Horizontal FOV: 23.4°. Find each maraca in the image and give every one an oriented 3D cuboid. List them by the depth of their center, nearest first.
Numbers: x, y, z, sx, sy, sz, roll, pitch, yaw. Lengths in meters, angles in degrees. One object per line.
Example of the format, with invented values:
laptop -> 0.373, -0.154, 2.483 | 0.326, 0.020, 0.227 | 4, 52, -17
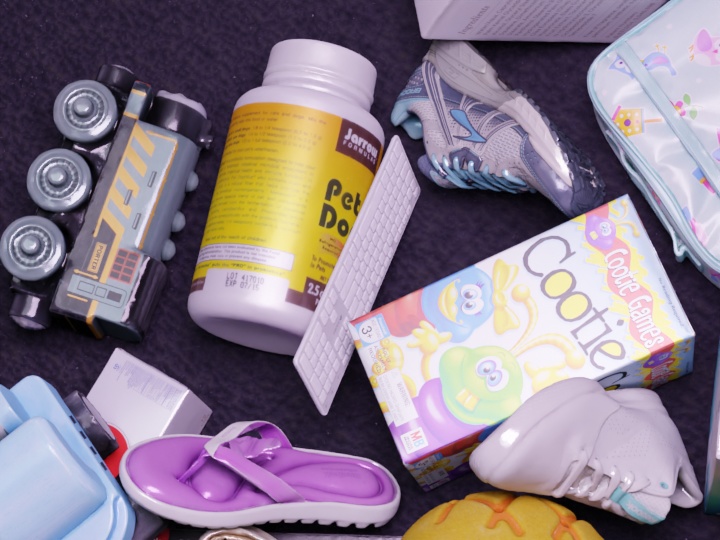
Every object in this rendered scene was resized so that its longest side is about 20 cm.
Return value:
maraca -> 0.069, 0.185, 1.050 | 0.197, 0.137, 0.108 | 11, 77, -7

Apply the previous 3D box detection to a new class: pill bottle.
pill bottle -> -0.046, -0.051, 1.192 | 0.108, 0.109, 0.202 | 9, 76, 12

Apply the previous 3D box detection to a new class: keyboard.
keyboard -> 0.000, 0.000, 1.161 | 0.011, 0.057, 0.201 | 6, 52, 23

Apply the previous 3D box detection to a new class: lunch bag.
lunch bag -> 0.253, -0.090, 1.168 | 0.160, 0.077, 0.201 | -33, 71, -1

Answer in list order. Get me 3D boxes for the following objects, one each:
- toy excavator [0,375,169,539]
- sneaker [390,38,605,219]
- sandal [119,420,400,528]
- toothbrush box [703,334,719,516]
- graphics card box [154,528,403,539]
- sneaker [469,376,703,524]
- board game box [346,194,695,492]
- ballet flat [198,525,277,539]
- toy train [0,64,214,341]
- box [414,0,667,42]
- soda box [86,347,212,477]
toy excavator -> -0.221, 0.101, 1.057 | 0.100, 0.200, 0.195 | -36, 70, -3
sneaker -> 0.090, -0.080, 1.182 | 0.086, 0.077, 0.200 | -47, 42, 6
sandal -> -0.061, 0.123, 1.118 | 0.083, 0.201, 0.050 | 52, 126, 47
toothbrush box -> 0.258, 0.066, 1.055 | 0.084, 0.200, 0.148 | 6, 74, 12
graphics card box -> -0.051, 0.235, 1.138 | 0.197, 0.051, 0.127 | -1, 73, 11
sneaker -> 0.149, 0.119, 1.062 | 0.075, 0.199, 0.089 | -49, 60, 28
board game box -> 0.107, 0.051, 1.137 | 0.198, 0.105, 0.104 | -25, 71, 3
ballet flat -> -0.022, 0.222, 1.078 | 0.198, 0.062, 0.068 | 27, 79, 15
toy train -> -0.178, -0.045, 1.234 | 0.113, 0.085, 0.202 | 18, 75, 2
box -> 0.132, -0.282, 1.159 | 0.169, 0.200, 0.201 | -2, 70, -25
soda box -> -0.182, 0.159, 1.175 | 0.063, 0.068, 0.201 | 27, 79, 17
